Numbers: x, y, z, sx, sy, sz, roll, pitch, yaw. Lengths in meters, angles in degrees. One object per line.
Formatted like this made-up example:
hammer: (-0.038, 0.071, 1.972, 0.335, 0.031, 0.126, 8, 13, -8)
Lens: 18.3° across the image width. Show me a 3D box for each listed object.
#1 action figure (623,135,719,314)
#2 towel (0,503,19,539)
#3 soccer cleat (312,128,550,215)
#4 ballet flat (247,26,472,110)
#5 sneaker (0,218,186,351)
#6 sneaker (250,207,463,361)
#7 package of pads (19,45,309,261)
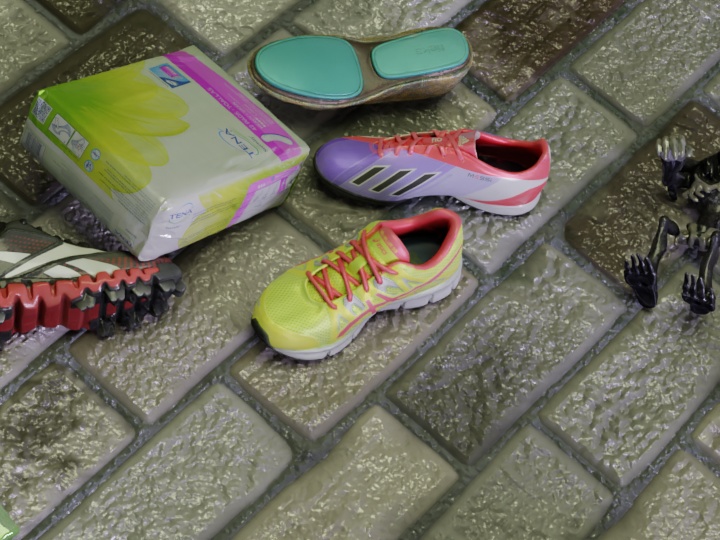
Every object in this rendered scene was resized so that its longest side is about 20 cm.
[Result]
action figure: (0.297, -0.057, 1.895, 0.118, 0.102, 0.200, 19, 54, 13)
towel: (-0.361, 0.157, 1.613, 0.149, 0.031, 0.200, -33, 72, -29)
soccer cleat: (0.061, -0.093, 1.870, 0.199, 0.073, 0.069, 7, 54, -11)
ballet flat: (-0.002, -0.166, 1.910, 0.199, 0.071, 0.071, -9, 58, -16)
sneaker: (-0.236, 0.002, 1.723, 0.199, 0.071, 0.098, -8, 61, -19)
sneaker: (0.000, 0.000, 1.778, 0.199, 0.090, 0.078, -26, 68, -28)
package of pads: (-0.151, -0.094, 1.784, 0.154, 0.068, 0.200, 43, 36, 18)
